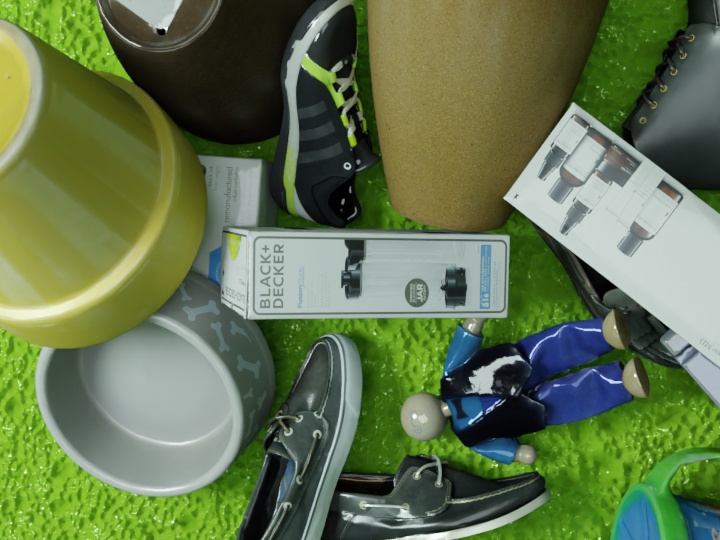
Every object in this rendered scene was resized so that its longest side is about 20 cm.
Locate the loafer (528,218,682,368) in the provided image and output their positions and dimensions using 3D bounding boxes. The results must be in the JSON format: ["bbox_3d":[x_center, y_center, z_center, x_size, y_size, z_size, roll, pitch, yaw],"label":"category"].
[{"bbox_3d":[0.196,0.000,0.799,0.072,0.063,0.200,-42,87,9],"label":"loafer"}]

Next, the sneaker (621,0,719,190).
[{"bbox_3d":[0.245,-0.157,0.776,0.104,0.075,0.204,-10,93,7],"label":"sneaker"}]

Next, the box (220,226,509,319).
[{"bbox_3d":[0.000,0.000,0.767,0.196,0.116,0.062,0,94,-16],"label":"box"}]

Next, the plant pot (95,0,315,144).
[{"bbox_3d":[-0.119,-0.196,0.767,0.183,0.200,0.191,1,94,9],"label":"plant pot"}]

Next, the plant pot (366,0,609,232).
[{"bbox_3d":[0.082,-0.139,0.764,0.183,0.187,0.204,11,109,8],"label":"plant pot"}]

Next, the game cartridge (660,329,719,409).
[{"bbox_3d":[0.327,0.084,0.726,0.129,0.038,0.201,-41,84,6],"label":"game cartridge"}]

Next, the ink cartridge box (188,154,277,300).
[{"bbox_3d":[-0.172,-0.039,0.850,0.196,0.068,0.119,4,93,9],"label":"ink cartridge box"}]

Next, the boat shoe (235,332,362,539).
[{"bbox_3d":[-0.050,0.145,0.818,0.056,0.068,0.204,22,76,-36],"label":"boat shoe"}]

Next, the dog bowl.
[{"bbox_3d":[-0.170,0.094,0.826,0.196,0.059,0.204,4,118,8],"label":"dog bowl"}]

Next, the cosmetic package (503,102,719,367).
[{"bbox_3d":[0.200,-0.021,0.705,0.199,0.051,0.083,38,101,6],"label":"cosmetic package"}]

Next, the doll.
[{"bbox_3d":[0.120,0.089,0.812,0.197,0.048,0.139,-22,95,23],"label":"doll"}]

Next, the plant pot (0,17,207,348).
[{"bbox_3d":[-0.230,-0.069,0.710,0.197,0.189,0.205,-5,68,13],"label":"plant pot"}]

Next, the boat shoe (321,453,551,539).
[{"bbox_3d":[0.053,0.182,0.826,0.196,0.072,0.069,-11,89,14],"label":"boat shoe"}]

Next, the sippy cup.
[{"bbox_3d":[0.267,0.238,0.775,0.128,0.141,0.180,8,126,-2],"label":"sippy cup"}]

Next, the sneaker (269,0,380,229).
[{"bbox_3d":[-0.014,-0.115,0.790,0.082,0.072,0.202,28,135,19],"label":"sneaker"}]
